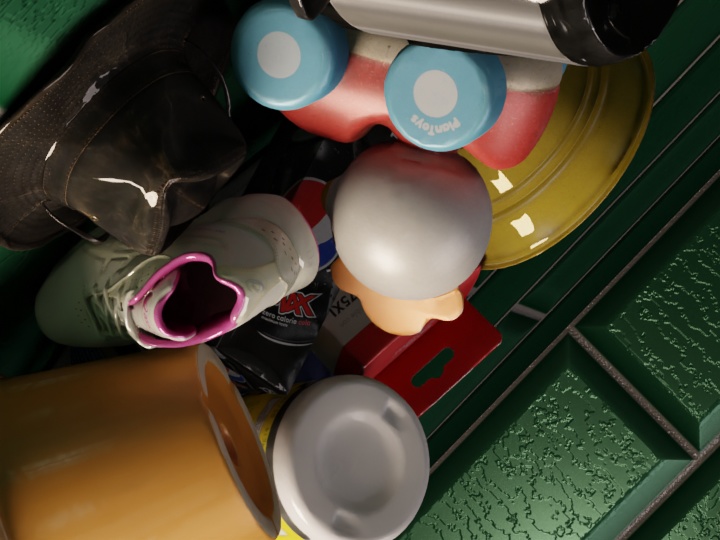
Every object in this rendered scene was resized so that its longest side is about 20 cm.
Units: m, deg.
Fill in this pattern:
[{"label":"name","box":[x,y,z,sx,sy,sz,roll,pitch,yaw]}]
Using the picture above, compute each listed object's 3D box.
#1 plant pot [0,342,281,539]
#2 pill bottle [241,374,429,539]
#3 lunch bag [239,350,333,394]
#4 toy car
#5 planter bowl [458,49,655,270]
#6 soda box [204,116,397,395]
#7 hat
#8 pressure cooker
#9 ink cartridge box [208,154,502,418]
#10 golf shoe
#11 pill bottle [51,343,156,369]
[{"label":"plant pot","box":[-0.153,0.134,1.035,0.182,0.202,0.200,-23,169,6]},{"label":"pill bottle","box":[-0.050,0.136,1.203,0.114,0.115,0.200,-37,-169,-30]},{"label":"lunch bag","box":[-0.059,0.050,1.334,0.200,0.131,0.137,111,4,-62]},{"label":"toy car","box":[0.016,-0.059,1.013,0.184,0.176,0.202,-38,141,-66]},{"label":"planter bowl","box":[0.100,-0.107,1.213,0.200,0.083,0.201,-35,-145,29]},{"label":"soda box","box":[-0.042,-0.023,1.123,0.071,0.063,0.201,1,-119,55]},{"label":"hat","box":[-0.115,-0.058,0.943,0.200,0.081,0.201,-41,167,-12]},{"label":"pressure cooker","box":[0.046,-0.191,0.796,0.176,0.199,0.180,-6,106,-61]},{"label":"ink cartridge box","box":[0.000,0.000,1.213,0.116,0.200,0.067,-40,169,-19]},{"label":"golf shoe","box":[-0.123,0.011,1.015,0.199,0.076,0.092,-17,-162,31]},{"label":"pill bottle","box":[-0.168,0.101,1.205,0.200,0.112,0.112,-53,165,30]}]
